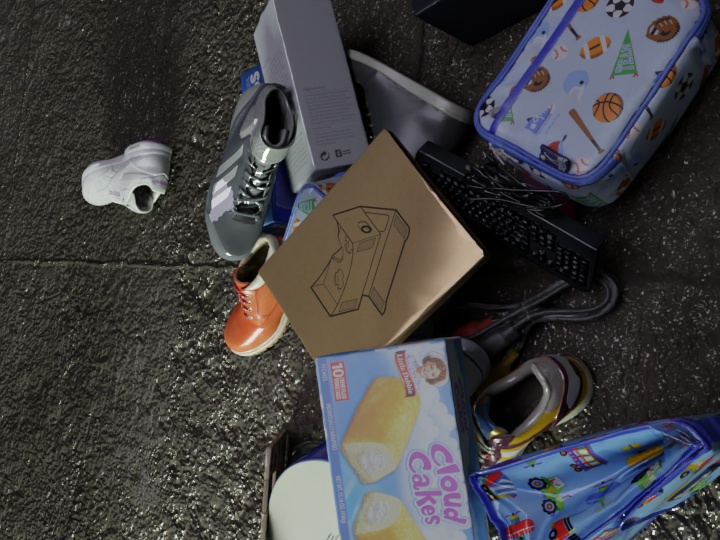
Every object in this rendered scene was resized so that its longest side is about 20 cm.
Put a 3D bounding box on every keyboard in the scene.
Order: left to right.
[{"bbox_3d":[0.119,-0.050,0.731,0.200,0.104,0.040,33,61,28],"label":"keyboard"}]

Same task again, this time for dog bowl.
[{"bbox_3d":[0.005,0.263,0.814,0.200,0.079,0.200,14,112,36],"label":"dog bowl"}]

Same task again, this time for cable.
[{"bbox_3d":[0.151,0.047,0.789,0.200,0.050,0.097,-38,68,21],"label":"cable"}]

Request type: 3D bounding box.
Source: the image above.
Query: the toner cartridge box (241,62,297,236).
[{"bbox_3d":[-0.091,-0.142,0.996,0.043,0.095,0.200,-18,71,41],"label":"toner cartridge box"}]

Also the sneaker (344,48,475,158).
[{"bbox_3d":[0.025,-0.168,0.906,0.200,0.075,0.106,39,108,38],"label":"sneaker"}]

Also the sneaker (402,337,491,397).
[{"bbox_3d":[0.027,0.104,0.794,0.200,0.071,0.073,-13,112,43],"label":"sneaker"}]

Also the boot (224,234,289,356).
[{"bbox_3d":[-0.127,0.028,0.996,0.200,0.107,0.075,-51,55,27],"label":"boot"}]

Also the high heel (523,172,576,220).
[{"bbox_3d":[0.115,-0.047,0.813,0.200,0.067,0.096,-8,67,28],"label":"high heel"}]

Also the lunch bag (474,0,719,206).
[{"bbox_3d":[0.197,-0.163,0.719,0.160,0.076,0.200,40,97,35],"label":"lunch bag"}]

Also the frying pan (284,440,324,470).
[{"bbox_3d":[-0.030,0.281,0.918,0.115,0.031,0.190,-15,89,40],"label":"frying pan"}]

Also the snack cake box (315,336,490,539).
[{"bbox_3d":[0.039,0.162,0.692,0.115,0.067,0.200,-10,84,18],"label":"snack cake box"}]

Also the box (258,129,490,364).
[{"bbox_3d":[0.004,-0.006,0.775,0.200,0.021,0.164,-46,63,22],"label":"box"}]

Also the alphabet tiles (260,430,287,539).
[{"bbox_3d":[-0.099,0.287,0.914,0.008,0.167,0.200,4,85,1],"label":"alphabet tiles"}]

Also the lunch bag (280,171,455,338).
[{"bbox_3d":[0.000,0.000,0.867,0.200,0.076,0.160,40,131,24],"label":"lunch bag"}]

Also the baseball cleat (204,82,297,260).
[{"bbox_3d":[-0.119,-0.105,0.888,0.106,0.070,0.200,21,103,64],"label":"baseball cleat"}]

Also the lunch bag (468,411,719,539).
[{"bbox_3d":[0.213,0.152,0.634,0.200,0.151,0.094,-41,59,31],"label":"lunch bag"}]

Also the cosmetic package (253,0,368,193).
[{"bbox_3d":[-0.057,-0.199,0.929,0.101,0.071,0.200,154,103,-69],"label":"cosmetic package"}]

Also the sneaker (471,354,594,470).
[{"bbox_3d":[0.121,0.148,0.760,0.200,0.090,0.075,-53,53,23],"label":"sneaker"}]

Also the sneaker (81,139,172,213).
[{"bbox_3d":[-0.364,-0.127,1.256,0.200,0.075,0.100,-20,70,39],"label":"sneaker"}]

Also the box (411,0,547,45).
[{"bbox_3d":[0.145,-0.357,0.807,0.200,0.104,0.182,-21,71,39],"label":"box"}]
